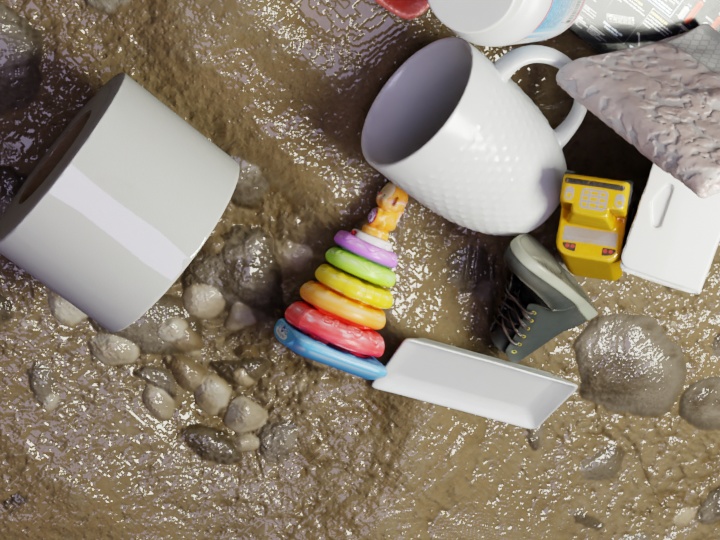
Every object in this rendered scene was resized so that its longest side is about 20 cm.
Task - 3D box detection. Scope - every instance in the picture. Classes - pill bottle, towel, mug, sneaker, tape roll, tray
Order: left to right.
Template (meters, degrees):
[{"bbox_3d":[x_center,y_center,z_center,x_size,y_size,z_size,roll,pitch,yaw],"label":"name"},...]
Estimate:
[{"bbox_3d":[-0.227,-0.063,1.246,0.139,0.203,0.203,37,101,-20],"label":"tape roll"},{"bbox_3d":[0.121,0.117,1.443,0.199,0.022,0.107,16,142,-14],"label":"tray"},{"bbox_3d":[0.130,-0.132,1.297,0.175,0.148,0.200,35,113,-31],"label":"mug"},{"bbox_3d":[0.128,-0.254,1.186,0.108,0.200,0.109,5,102,22],"label":"pill bottle"},{"bbox_3d":[0.169,0.038,1.369,0.106,0.075,0.200,-38,149,10],"label":"sneaker"},{"bbox_3d":[0.309,-0.152,1.217,0.190,0.200,0.032,-20,136,-25],"label":"towel"}]

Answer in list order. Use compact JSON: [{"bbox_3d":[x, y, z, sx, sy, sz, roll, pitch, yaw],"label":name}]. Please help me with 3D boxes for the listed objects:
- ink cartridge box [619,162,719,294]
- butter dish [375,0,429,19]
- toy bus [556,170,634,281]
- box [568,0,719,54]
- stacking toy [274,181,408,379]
[{"bbox_3d":[0.322,-0.076,1.317,0.085,0.200,0.146,20,109,13],"label":"ink cartridge box"},{"bbox_3d":[0.044,-0.344,1.210,0.200,0.148,0.200,36,102,-19],"label":"butter dish"},{"bbox_3d":[0.231,-0.042,1.324,0.065,0.200,0.079,10,85,13],"label":"toy bus"},{"bbox_3d":[0.273,-0.285,1.319,0.200,0.050,0.158,32,102,-18],"label":"box"},{"bbox_3d":[0.000,0.000,1.367,0.109,0.116,0.201,22,95,-18],"label":"stacking toy"}]
